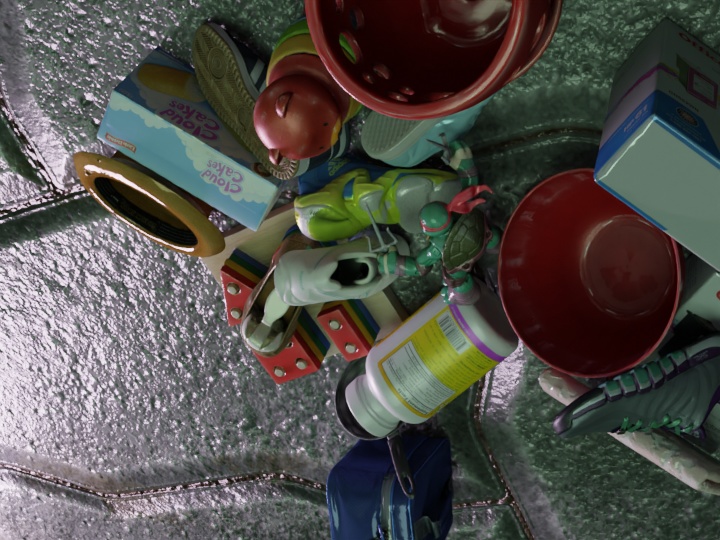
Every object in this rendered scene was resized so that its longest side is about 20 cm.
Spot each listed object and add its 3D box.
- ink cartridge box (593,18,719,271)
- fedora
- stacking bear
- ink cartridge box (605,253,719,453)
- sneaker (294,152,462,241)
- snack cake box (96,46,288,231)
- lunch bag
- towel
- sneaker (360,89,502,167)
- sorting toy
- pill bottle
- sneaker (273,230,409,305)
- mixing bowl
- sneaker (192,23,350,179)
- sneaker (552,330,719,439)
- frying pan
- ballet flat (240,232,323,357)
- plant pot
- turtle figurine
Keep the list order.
[{"bbox_3d":[0.295,-0.117,1.007,0.143,0.201,0.085,33,127,-7],"label":"ink cartridge box"},{"bbox_3d":[-0.225,-0.095,1.286,0.198,0.083,0.201,27,161,10],"label":"fedora"},{"bbox_3d":[-0.039,-0.179,1.090,0.112,0.201,0.123,24,131,2],"label":"stacking bear"},{"bbox_3d":[0.373,0.076,1.196,0.144,0.083,0.201,30,131,-3],"label":"ink cartridge box"},{"bbox_3d":[0.022,-0.095,1.220,0.196,0.106,0.077,-7,135,-12],"label":"sneaker"},{"bbox_3d":[-0.166,-0.143,1.222,0.198,0.116,0.068,30,126,-3],"label":"snack cake box"},{"bbox_3d":[0.047,0.287,1.408,0.130,0.200,0.139,-2,103,19],"label":"lunch bag"},{"bbox_3d":[0.301,0.173,1.214,0.199,0.190,0.033,32,94,32],"label":"towel"},{"bbox_3d":[0.095,-0.173,1.143,0.198,0.075,0.081,-31,154,25],"label":"sneaker"},{"bbox_3d":[-0.077,0.033,1.352,0.198,0.070,0.200,-20,116,33],"label":"sorting toy"},{"bbox_3d":[0.076,0.102,1.292,0.199,0.105,0.104,-40,106,22],"label":"pill bottle"},{"bbox_3d":[0.000,0.000,1.216,0.079,0.199,0.072,-3,99,39],"label":"sneaker"},{"bbox_3d":[0.248,-0.001,1.148,0.197,0.108,0.204,3,96,37],"label":"mixing bowl"},{"bbox_3d":[-0.090,-0.185,1.202,0.201,0.108,0.070,53,136,18],"label":"sneaker"},{"bbox_3d":[0.287,0.134,1.101,0.197,0.075,0.089,-24,77,-6],"label":"sneaker"},{"bbox_3d":[0.044,0.172,1.364,0.190,0.115,0.031,42,-179,36],"label":"frying pan"},{"bbox_3d":[-0.096,0.045,1.275,0.067,0.073,0.201,31,131,-3],"label":"ballet flat"},{"bbox_3d":[0.074,-0.243,0.989,0.197,0.182,0.204,7,108,22],"label":"plant pot"},{"bbox_3d":[0.084,-0.039,1.139,0.150,0.101,0.200,-45,148,3],"label":"turtle figurine"}]
